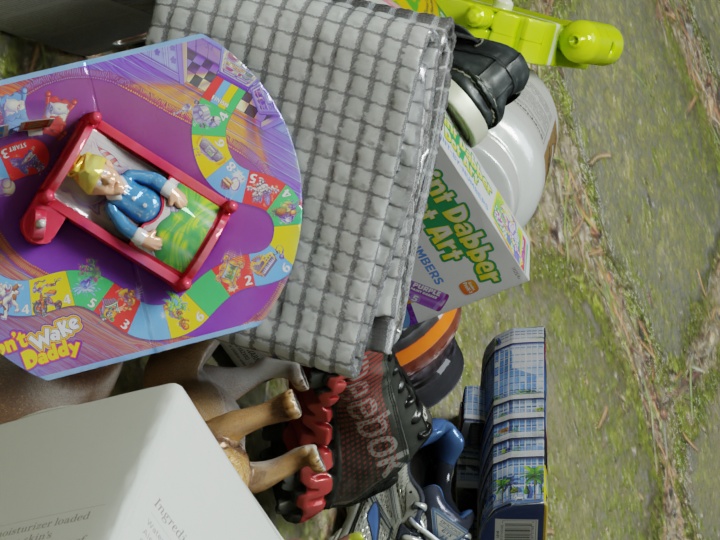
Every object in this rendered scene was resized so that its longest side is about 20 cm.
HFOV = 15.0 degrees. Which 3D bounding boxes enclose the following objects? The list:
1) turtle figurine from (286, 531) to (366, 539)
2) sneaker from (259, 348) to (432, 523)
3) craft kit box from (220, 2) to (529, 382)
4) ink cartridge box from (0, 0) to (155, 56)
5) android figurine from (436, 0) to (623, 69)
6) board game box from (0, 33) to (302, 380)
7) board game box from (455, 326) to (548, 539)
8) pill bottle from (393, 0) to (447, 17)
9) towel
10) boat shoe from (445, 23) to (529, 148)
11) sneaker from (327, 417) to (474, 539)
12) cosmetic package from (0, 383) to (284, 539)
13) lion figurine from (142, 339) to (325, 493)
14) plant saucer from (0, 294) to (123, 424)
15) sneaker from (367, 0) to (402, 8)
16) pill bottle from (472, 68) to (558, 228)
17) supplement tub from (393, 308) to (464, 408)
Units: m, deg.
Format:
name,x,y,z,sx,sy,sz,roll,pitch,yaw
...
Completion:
name,x,y,z,sx,sy,sz,roll,pitch,yaw
turtle figurine,-0.067,0.191,1.579,0.160,0.064,0.201,15,45,-35
sneaker,0.000,0.068,1.646,0.071,0.097,0.201,-112,-156,-44
craft kit box,-0.028,-0.040,1.627,0.200,0.196,0.049,54,22,-34
ink cartridge box,-0.167,-0.171,1.526,0.200,0.108,0.051,13,67,-60
android figurine,0.093,-0.179,1.963,0.200,0.181,0.041,0,107,-66
board game box,-0.124,-0.034,1.425,0.039,0.198,0.159,175,-99,-79
board game box,0.095,0.140,1.858,0.201,0.061,0.201,88,3,-47
pill bottle,-0.027,-0.188,1.796,0.200,0.110,0.112,50,37,-40
towel,-0.042,-0.057,1.512,0.086,0.164,0.202,-35,137,-72
boat shoe,0.050,-0.122,1.691,0.075,0.066,0.199,51,-9,-12
sneaker,0.026,0.175,1.746,0.077,0.085,0.201,40,43,-39
cosmetic package,-0.142,0.191,1.338,0.166,0.164,0.201,59,33,-30
lion figurine,-0.091,0.084,1.546,0.200,0.122,0.073,-101,169,-64
plant saucer,-0.178,-0.004,1.506,0.200,0.036,0.202,35,49,-52
sneaker,-0.041,-0.177,1.625,0.076,0.199,0.105,99,12,-48
pill bottle,0.073,-0.075,1.886,0.200,0.114,0.115,-63,133,-70
supplement tub,0.000,0.000,1.755,0.201,0.106,0.107,61,30,-36
